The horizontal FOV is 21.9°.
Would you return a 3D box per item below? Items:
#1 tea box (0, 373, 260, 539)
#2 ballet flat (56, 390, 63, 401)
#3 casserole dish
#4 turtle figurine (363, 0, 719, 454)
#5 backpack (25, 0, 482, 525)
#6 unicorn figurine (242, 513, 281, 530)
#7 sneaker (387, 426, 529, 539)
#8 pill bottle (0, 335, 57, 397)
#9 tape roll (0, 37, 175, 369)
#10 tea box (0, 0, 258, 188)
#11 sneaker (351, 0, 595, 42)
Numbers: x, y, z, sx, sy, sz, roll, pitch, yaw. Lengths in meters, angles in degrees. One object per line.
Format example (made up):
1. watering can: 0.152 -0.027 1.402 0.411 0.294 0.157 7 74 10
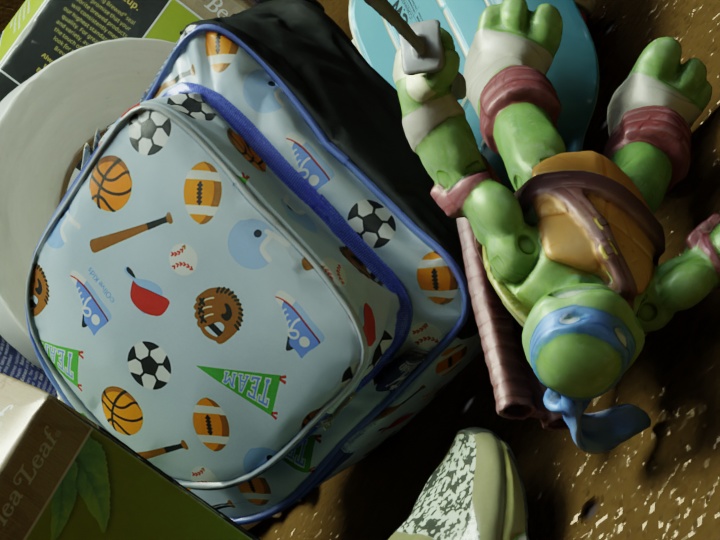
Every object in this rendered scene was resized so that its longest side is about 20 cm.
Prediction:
1. tea box: -0.131 0.129 0.717 0.199 0.197 0.134 13 67 53
2. ballet flat: -0.123 0.072 0.942 0.069 0.069 0.201 -45 36 28
3. casserole dish: 0.045 -0.106 0.878 0.122 0.038 0.201 -58 39 37
4. turtle figurine: 0.089 -0.059 0.660 0.142 0.202 0.194 -13 25 11
5. backpack: -0.046 0.010 0.772 0.154 0.200 0.191 -25 -21 -50
6. unicorn figurine: -0.064 0.049 0.965 0.138 0.073 0.201 -53 20 44
7. sneaker: -0.010 0.134 0.647 0.201 0.088 0.077 -61 18 -19
8. pill bottle: -0.231 0.094 1.118 0.112 0.199 0.112 -47 19 22
9. tape roll: -0.134 -0.030 1.095 0.204 0.202 0.071 -60 19 -15
10. tea box: -0.140 -0.109 1.226 0.197 0.199 0.134 -51 17 8
11. sneaker: 0.054 -0.096 0.965 0.200 0.076 0.086 -26 52 60
